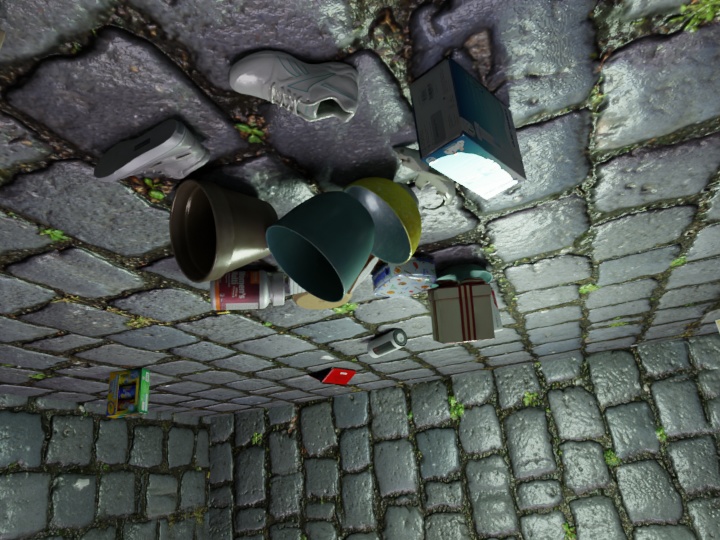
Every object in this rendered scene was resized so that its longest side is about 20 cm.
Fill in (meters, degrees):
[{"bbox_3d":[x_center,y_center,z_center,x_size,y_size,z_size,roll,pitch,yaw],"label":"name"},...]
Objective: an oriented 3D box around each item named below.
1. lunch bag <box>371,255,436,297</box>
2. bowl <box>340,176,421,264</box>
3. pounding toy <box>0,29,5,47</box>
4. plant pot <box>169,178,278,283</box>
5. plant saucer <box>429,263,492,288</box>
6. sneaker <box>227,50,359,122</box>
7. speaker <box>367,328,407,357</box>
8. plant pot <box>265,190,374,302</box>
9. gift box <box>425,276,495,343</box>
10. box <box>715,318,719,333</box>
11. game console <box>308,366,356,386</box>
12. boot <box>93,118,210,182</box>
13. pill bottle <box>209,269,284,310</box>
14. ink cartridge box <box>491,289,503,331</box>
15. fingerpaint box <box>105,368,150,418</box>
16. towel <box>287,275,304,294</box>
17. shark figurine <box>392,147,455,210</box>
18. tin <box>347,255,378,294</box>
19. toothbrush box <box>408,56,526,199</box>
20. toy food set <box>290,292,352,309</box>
[{"bbox_3d":[0.124,0.018,1.512,0.159,0.076,0.200,6,156,-21],"label":"lunch bag"},{"bbox_3d":[0.062,-0.123,1.079,0.108,0.200,0.200,-43,171,-24],"label":"bowl"},{"bbox_3d":[-0.516,-0.259,0.561,0.141,0.202,0.183,13,174,41],"label":"pounding toy"},{"bbox_3d":[-0.269,-0.084,1.053,0.173,0.202,0.199,-8,166,-46],"label":"plant pot"},{"bbox_3d":[0.315,0.023,1.622,0.198,0.036,0.200,-5,158,-2],"label":"plant saucer"},{"bbox_3d":[-0.095,-0.268,0.759,0.198,0.081,0.071,1,159,-13],"label":"sneaker"},{"bbox_3d":[0.114,0.317,2.223,0.081,0.082,0.200,9,154,-33],"label":"speaker"},{"bbox_3d":[-0.065,-0.063,1.040,0.200,0.161,0.201,31,151,20],"label":"plant pot"},{"bbox_3d":[0.292,0.119,1.569,0.183,0.189,0.200,-4,178,-9],"label":"gift box"},{"bbox_3d":[1.906,0.286,2.575,0.198,0.102,0.112,6,155,-27],"label":"box"},{"bbox_3d":[-0.156,0.570,2.847,0.199,0.119,0.173,19,116,-47],"label":"game console"},{"bbox_3d":[-0.361,-0.184,0.896,0.198,0.074,0.096,-16,149,21],"label":"boot"},{"bbox_3d":[-0.316,0.054,1.437,0.198,0.111,0.110,-1,157,-12],"label":"pill bottle"},{"bbox_3d":[0.404,0.143,1.737,0.083,0.147,0.199,-15,169,29],"label":"ink cartridge box"},{"bbox_3d":[-1.066,0.563,2.356,0.165,0.202,0.073,-8,157,7],"label":"fingerpaint box"},{"bbox_3d":[-0.116,-0.014,1.362,0.164,0.086,0.200,-10,163,-10],"label":"towel"},{"bbox_3d":[0.166,-0.189,1.028,0.127,0.090,0.214,20,167,37],"label":"shark figurine"},{"bbox_3d":[0.000,0.000,1.397,0.112,0.042,0.200,-41,172,-25],"label":"tin"},{"bbox_3d":[0.179,-0.225,0.843,0.085,0.148,0.199,-24,153,39],"label":"toothbrush box"},{"bbox_3d":[-0.124,0.075,1.620,0.198,0.049,0.198,-5,158,-2],"label":"toy food set"}]
